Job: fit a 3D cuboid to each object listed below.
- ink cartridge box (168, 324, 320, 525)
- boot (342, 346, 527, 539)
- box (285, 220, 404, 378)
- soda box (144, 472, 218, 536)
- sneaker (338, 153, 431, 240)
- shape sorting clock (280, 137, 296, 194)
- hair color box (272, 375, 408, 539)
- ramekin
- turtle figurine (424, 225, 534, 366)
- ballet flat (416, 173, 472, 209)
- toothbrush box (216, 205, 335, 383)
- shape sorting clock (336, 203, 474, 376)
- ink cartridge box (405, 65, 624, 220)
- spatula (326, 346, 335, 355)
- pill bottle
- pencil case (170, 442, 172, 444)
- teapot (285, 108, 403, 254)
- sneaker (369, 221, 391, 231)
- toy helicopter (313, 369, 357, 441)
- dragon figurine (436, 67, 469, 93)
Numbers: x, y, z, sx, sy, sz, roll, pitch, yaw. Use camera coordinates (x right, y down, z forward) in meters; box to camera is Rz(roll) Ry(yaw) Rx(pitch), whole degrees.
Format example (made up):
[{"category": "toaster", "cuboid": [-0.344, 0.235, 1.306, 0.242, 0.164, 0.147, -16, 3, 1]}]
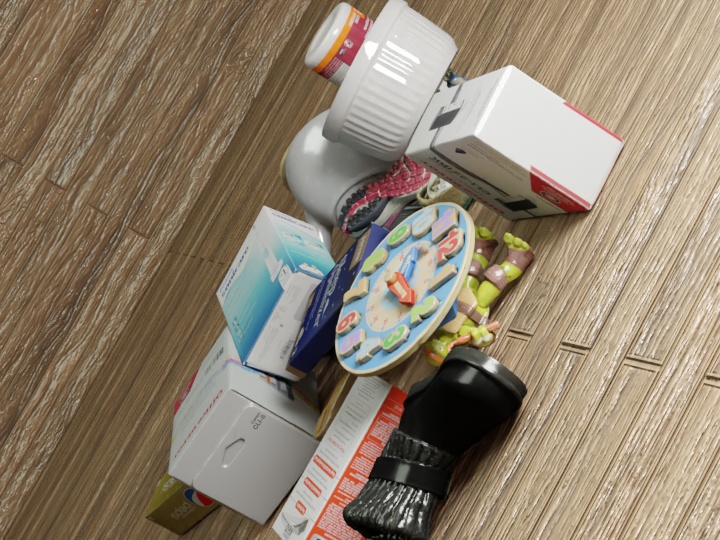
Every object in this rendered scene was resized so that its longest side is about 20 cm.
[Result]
[{"category": "ink cartridge box", "cuboid": [-0.147, 0.195, 1.734, 0.146, 0.144, 0.200, -54, 16, 15]}, {"category": "boot", "cuboid": [0.066, 0.168, 1.230, 0.158, 0.079, 0.211, -59, 3, -26]}, {"category": "box", "cuboid": [-0.019, 0.028, 1.560, 0.200, 0.032, 0.121, -47, 19, 46]}, {"category": "soda box", "cuboid": [-0.236, 0.310, 1.956, 0.200, 0.064, 0.068, -44, 22, 46]}, {"category": "sneaker", "cuboid": [0.063, -0.098, 1.774, 0.200, 0.075, 0.081, -31, 39, 35]}, {"category": "shape sorting clock", "cuboid": [-0.023, -0.170, 1.973, 0.200, 0.199, 0.039, -50, 53, 31]}, {"category": "hair color box", "cuboid": [-0.008, 0.211, 1.425, 0.201, 0.064, 0.111, -59, 16, -4]}, {"category": "ramekin", "cuboid": [0.042, -0.234, 1.719, 0.201, 0.105, 0.200, -62, -1, -2]}, {"category": "turtle figurine", "cuboid": [0.112, 0.039, 1.365, 0.162, 0.064, 0.200, -58, 28, -11]}, {"category": "ballet flat", "cuboid": [0.136, -0.136, 1.611, 0.200, 0.071, 0.071, -49, 18, 32]}, {"category": "toothbrush box", "cuboid": [-0.105, 0.028, 1.768, 0.147, 0.085, 0.200, -61, 27, 15]}, {"category": "shape sorting clock", "cuboid": [0.041, 0.016, 1.371, 0.200, 0.039, 0.200, -37, 30, 26]}, {"category": "ink cartridge box", "cuboid": [0.152, -0.125, 1.391, 0.084, 0.144, 0.200, -62, 15, -9]}, {"category": "spatula", "cuboid": [-0.057, 0.107, 1.844, 0.056, 0.021, 0.200, -42, 11, -27]}, {"category": "pill bottle", "cuboid": [0.027, -0.296, 1.999, 0.110, 0.200, 0.110, -53, 16, 22]}, {"category": "pencil case", "cuboid": [-0.188, 0.196, 1.969, 0.200, 0.092, 0.085, -52, 59, 28]}, {"category": "teapot", "cuboid": [0.002, -0.128, 1.876, 0.200, 0.197, 0.146, 89, 156, -55]}, {"category": "sneaker", "cuboid": [0.000, 0.000, 1.776, 0.200, 0.070, 0.109, -10, 54, 64]}, {"category": "toy helicopter", "cuboid": [-0.005, 0.107, 1.588, 0.201, 0.079, 0.132, -63, 14, -4]}, {"category": "dragon figurine", "cuboid": [0.146, -0.208, 1.724, 0.059, 0.099, 0.200, -61, -4, -1]}]
